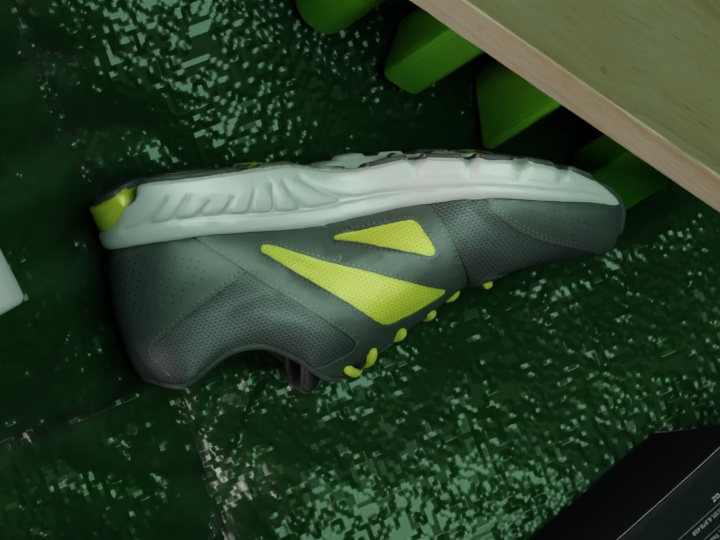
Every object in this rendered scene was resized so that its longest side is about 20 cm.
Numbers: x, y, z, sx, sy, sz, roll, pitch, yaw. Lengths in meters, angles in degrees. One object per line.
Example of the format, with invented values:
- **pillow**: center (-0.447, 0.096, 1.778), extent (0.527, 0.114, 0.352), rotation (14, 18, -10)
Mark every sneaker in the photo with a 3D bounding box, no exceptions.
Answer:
- **sneaker**: center (0.000, 0.000, 1.089), extent (0.199, 0.074, 0.085), rotation (-3, 95, -13)

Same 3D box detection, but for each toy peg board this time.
- **toy peg board**: center (0.080, -0.134, 1.134), extent (0.199, 0.098, 0.200), rotation (33, 58, -20)

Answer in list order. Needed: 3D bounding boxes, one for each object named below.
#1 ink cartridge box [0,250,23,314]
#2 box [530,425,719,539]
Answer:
- **ink cartridge box**: center (-0.225, -0.042, 0.976), extent (0.146, 0.084, 0.201), rotation (-31, 100, -23)
- **box**: center (0.096, 0.172, 1.110), extent (0.200, 0.079, 0.142), rotation (-38, 99, -23)
